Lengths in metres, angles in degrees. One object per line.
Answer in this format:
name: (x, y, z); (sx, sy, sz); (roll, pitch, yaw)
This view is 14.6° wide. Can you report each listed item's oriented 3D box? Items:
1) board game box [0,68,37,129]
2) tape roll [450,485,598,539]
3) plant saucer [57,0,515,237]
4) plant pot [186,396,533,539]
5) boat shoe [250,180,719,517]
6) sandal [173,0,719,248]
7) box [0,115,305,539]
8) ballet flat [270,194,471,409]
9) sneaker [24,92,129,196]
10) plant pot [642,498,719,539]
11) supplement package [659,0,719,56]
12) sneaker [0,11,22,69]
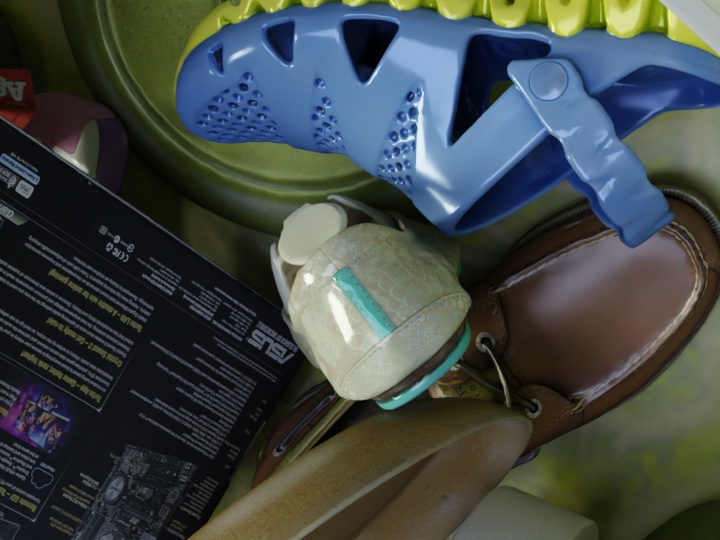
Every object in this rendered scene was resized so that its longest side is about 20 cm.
board game box: (-0.199, -0.016, 1.003); (0.200, 0.103, 0.020); (-45, 51, 50)
tape roll: (0.028, 0.173, 0.977); (0.037, 0.203, 0.204); (22, 112, 13)
plant saucer: (-0.022, -0.102, 0.995); (0.199, 0.031, 0.201); (5, 108, 16)
plant pot: (-0.030, 0.102, 0.917); (0.200, 0.200, 0.028); (-45, 75, 24)
boat shoe: (0.047, 0.042, 1.000); (0.200, 0.068, 0.072); (-37, 94, 24)
sandal: (0.031, -0.052, 0.924); (0.199, 0.079, 0.088); (0, 76, 20)
box: (-0.121, 0.046, 0.962); (0.043, 0.200, 0.161); (27, 85, 42)
ballet flat: (0.000, 0.000, 0.942); (0.067, 0.200, 0.062); (-42, 96, -3)
sneaker: (-0.117, 0.033, 1.046); (0.080, 0.088, 0.201); (31, 109, 52)
plant pot: (0.132, 0.170, 0.942); (0.199, 0.190, 0.201); (4, 111, 11)
supplement package: (0.140, -0.156, 0.816); (0.152, 0.151, 0.200); (-36, 128, 24)
sneaker: (-0.229, -0.060, 1.041); (0.199, 0.091, 0.076); (-13, 105, 22)
